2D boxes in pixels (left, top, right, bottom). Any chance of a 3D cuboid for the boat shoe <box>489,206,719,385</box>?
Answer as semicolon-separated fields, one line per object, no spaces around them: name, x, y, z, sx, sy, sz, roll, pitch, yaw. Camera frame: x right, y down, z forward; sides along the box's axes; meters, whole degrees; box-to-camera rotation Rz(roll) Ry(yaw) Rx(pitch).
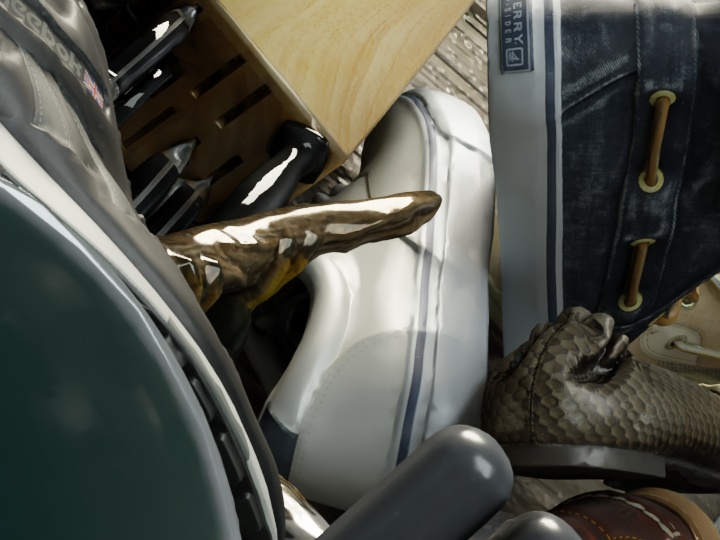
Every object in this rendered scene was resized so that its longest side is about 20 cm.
boat shoe;0.110;0.003;1.004;0.200;0.065;0.072;22;46;-41

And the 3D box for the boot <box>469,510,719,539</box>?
boot;0.085;0.094;0.867;0.200;0.095;0.074;17;49;-45

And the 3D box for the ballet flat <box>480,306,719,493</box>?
ballet flat;0.086;0.041;0.842;0.200;0.067;0.047;14;74;-63

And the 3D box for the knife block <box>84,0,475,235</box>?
knife block;-0.029;-0.047;0.869;0.200;0.064;0.176;18;49;-45

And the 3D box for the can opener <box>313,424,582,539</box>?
can opener;-0.034;0.115;0.616;0.053;0.200;0.067;48;-3;-2

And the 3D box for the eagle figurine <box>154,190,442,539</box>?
eagle figurine;-0.040;0.085;0.709;0.151;0.151;0.201;-1;99;-12

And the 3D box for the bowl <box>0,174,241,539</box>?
bowl;-0.132;0.072;0.552;0.200;0.105;0.202;3;84;-29

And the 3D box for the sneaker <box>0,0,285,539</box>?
sneaker;-0.069;-0.021;0.618;0.200;0.076;0.088;56;36;-19

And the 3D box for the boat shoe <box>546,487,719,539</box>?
boat shoe;0.071;0.161;0.782;0.070;0.070;0.201;-8;87;-59

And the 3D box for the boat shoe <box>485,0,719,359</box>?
boat shoe;0.087;-0.010;0.860;0.200;0.091;0.071;81;10;-56

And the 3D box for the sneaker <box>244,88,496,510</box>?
sneaker;0.000;0.000;0.862;0.071;0.073;0.200;12;29;-6
